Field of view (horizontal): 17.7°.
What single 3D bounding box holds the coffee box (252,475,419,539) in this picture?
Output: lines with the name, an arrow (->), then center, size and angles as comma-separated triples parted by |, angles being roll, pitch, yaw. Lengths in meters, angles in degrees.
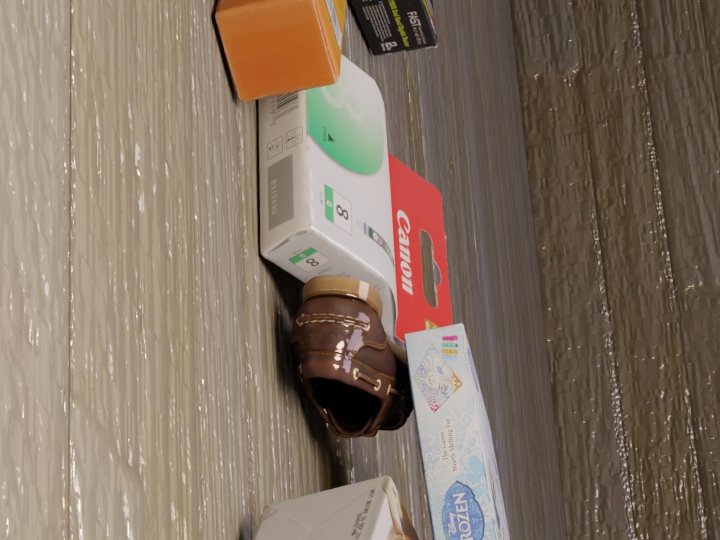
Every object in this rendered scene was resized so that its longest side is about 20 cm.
coffee box -> 0.009, 0.227, 1.221 | 0.113, 0.080, 0.200 | -68, 139, -59

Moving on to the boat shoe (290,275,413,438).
boat shoe -> -0.007, 0.071, 1.470 | 0.200, 0.070, 0.071 | 60, 31, -65

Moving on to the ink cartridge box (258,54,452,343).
ink cartridge box -> 0.013, -0.041, 1.502 | 0.200, 0.050, 0.161 | 32, 42, -40

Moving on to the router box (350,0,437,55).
router box -> 0.017, -0.294, 2.004 | 0.200, 0.062, 0.150 | 60, 23, -69

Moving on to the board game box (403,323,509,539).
board game box -> 0.071, 0.164, 1.488 | 0.200, 0.043, 0.200 | 71, 11, -64

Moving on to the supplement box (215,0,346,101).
supplement box -> -0.046, -0.184, 1.456 | 0.200, 0.066, 0.069 | -86, 162, -59

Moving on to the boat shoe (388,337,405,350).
boat shoe -> 0.000, 0.000, 1.585 | 0.074, 0.065, 0.201 | -86, 165, -56
